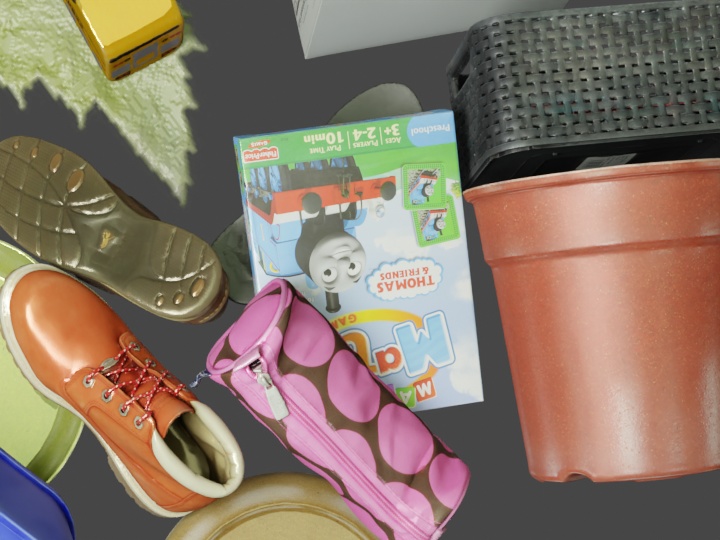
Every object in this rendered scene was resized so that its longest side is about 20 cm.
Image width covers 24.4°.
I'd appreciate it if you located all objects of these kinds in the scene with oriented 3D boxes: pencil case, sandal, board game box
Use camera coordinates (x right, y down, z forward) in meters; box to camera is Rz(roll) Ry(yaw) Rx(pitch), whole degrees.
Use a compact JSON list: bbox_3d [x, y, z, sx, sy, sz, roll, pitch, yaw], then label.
[{"bbox_3d":[-0.013,0.103,1.084,0.091,0.094,0.200,-45,108,4],"label":"pencil case"},{"bbox_3d":[-0.024,-0.054,1.168,0.075,0.045,0.200,45,77,2],"label":"sandal"},{"bbox_3d":[0.000,0.000,1.140,0.149,0.037,0.203,-8,99,-9],"label":"board game box"}]

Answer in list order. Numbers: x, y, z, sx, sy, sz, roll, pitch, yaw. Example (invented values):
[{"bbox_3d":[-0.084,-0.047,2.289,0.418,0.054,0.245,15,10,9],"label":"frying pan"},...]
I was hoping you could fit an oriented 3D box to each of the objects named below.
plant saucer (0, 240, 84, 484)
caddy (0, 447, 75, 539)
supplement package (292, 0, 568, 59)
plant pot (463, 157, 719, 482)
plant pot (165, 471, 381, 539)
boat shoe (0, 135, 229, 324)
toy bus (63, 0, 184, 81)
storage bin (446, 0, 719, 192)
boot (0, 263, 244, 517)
[{"bbox_3d":[-0.279,0.074,1.118,0.197,0.031,0.203,1,81,-7],"label":"plant saucer"},{"bbox_3d":[-0.259,0.177,1.033,0.141,0.105,0.200,-40,128,2],"label":"caddy"},{"bbox_3d":[0.052,-0.237,1.155,0.197,0.156,0.112,-10,80,-9],"label":"supplement package"},{"bbox_3d":[0.176,0.035,1.113,0.198,0.201,0.198,-5,88,-8],"label":"plant pot"},{"bbox_3d":[-0.049,0.236,1.122,0.197,0.027,0.203,1,79,-8],"label":"plant pot"},{"bbox_3d":[-0.174,-0.021,1.133,0.199,0.068,0.072,31,80,16],"label":"boat shoe"},{"bbox_3d":[-0.196,-0.239,1.161,0.065,0.078,0.201,-29,85,-11],"label":"toy bus"},{"bbox_3d":[0.169,-0.118,1.158,0.197,0.135,0.095,-6,80,-9],"label":"storage bin"},{"bbox_3d":[-0.150,0.072,1.073,0.075,0.107,0.201,-45,103,-25],"label":"boot"}]
